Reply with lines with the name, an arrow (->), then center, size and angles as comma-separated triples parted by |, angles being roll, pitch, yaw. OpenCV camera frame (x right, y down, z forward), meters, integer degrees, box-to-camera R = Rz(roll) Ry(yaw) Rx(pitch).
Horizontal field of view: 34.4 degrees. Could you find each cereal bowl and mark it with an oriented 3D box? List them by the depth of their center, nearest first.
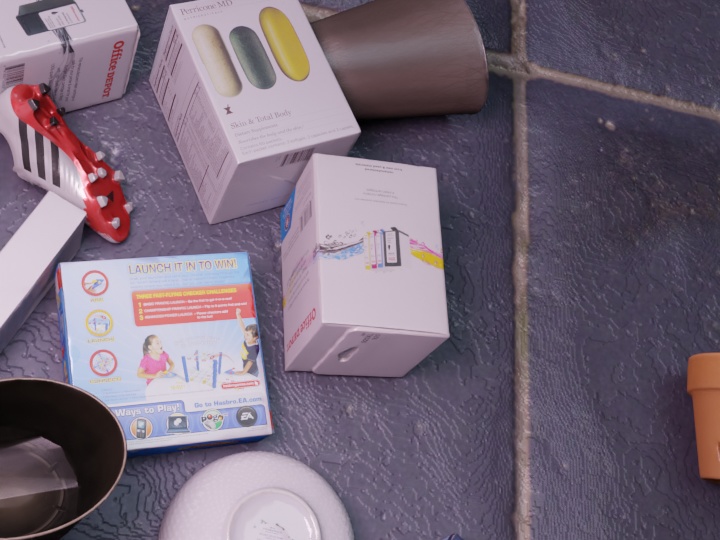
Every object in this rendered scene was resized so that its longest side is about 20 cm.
cereal bowl -> -0.094, 0.270, 1.145 | 0.200, 0.083, 0.200 | 9, 63, -17

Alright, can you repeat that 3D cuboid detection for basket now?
basket -> -0.313, 0.192, 1.032 | 0.180, 0.200, 0.136 | -6, 68, -23
basket -> 0.026, -0.254, 1.398 | 0.200, 0.136, 0.180 | -14, 72, -21

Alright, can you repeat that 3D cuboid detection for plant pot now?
plant pot -> 0.471, 0.184, 1.340 | 0.200, 0.200, 0.140 | 15, 80, -13

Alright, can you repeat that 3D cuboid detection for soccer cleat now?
soccer cleat -> -0.320, -0.107, 1.236 | 0.200, 0.085, 0.069 | 56, 29, -25

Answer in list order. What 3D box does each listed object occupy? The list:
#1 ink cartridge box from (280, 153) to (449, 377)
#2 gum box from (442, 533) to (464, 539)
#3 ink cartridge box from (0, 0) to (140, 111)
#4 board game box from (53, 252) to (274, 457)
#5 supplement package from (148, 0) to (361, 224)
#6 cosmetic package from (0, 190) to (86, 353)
ink cartridge box -> 0.000, 0.000, 1.266 | 0.145, 0.147, 0.200 | 5, 65, -18
gum box -> 0.127, 0.399, 1.186 | 0.200, 0.045, 0.170 | 38, 60, -1
ink cartridge box -> -0.352, -0.230, 1.247 | 0.200, 0.147, 0.083 | -20, 74, -28
board game box -> -0.203, 0.086, 1.191 | 0.200, 0.056, 0.196 | -3, 75, -21
supplement package -> -0.124, -0.187, 1.305 | 0.152, 0.151, 0.200 | -17, 73, -25
cosmetic package -> -0.353, 0.020, 1.166 | 0.051, 0.083, 0.200 | 32, 59, -4
